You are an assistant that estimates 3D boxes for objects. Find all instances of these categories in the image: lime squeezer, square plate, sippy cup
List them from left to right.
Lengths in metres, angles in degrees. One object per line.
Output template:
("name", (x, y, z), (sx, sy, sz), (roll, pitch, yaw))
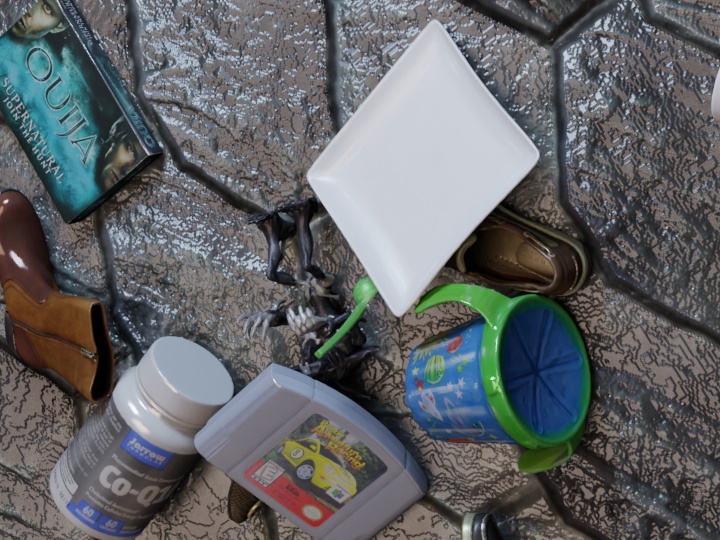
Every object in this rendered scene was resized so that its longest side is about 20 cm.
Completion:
("lime squeezer", (0.000, 0.000, 1.759), (0.038, 0.071, 0.200), (-23, 49, 39))
("square plate", (0.056, -0.091, 1.704), (0.198, 0.028, 0.200), (-49, 50, 20))
("sippy cup", (0.115, 0.098, 1.699), (0.130, 0.139, 0.178), (-14, 84, 41))

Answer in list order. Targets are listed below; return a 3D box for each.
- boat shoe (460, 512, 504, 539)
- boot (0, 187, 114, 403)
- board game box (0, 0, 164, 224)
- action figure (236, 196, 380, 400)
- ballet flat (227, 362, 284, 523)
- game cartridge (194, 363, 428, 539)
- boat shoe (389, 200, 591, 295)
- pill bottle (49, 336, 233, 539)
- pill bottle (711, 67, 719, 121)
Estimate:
("boat shoe", (0.150, 0.313, 1.755), (0.066, 0.072, 0.201), (-17, 93, 22))
("boot", (-0.312, 0.022, 1.902), (0.200, 0.068, 0.189), (20, 113, 57))
("board game box", (-0.298, -0.166, 1.933), (0.135, 0.028, 0.200), (-36, 81, 31))
("action figure", (-0.056, 0.039, 1.794), (0.119, 0.102, 0.201), (-16, 91, 46))
("ballet flat", (-0.090, 0.173, 1.845), (0.046, 0.067, 0.200), (20, 125, 5))
("game cartridge", (-0.040, 0.177, 1.790), (0.200, 0.041, 0.133), (38, 113, -20))
("boat shoe", (0.104, -0.028, 1.705), (0.202, 0.075, 0.075), (15, 107, 26))
("pill bottle", (-0.217, 0.167, 1.903), (0.114, 0.114, 0.200), (45, 118, 15))
("pill bottle", (0.387, -0.127, 1.505), (0.200, 0.110, 0.110), (24, 111, 23))
